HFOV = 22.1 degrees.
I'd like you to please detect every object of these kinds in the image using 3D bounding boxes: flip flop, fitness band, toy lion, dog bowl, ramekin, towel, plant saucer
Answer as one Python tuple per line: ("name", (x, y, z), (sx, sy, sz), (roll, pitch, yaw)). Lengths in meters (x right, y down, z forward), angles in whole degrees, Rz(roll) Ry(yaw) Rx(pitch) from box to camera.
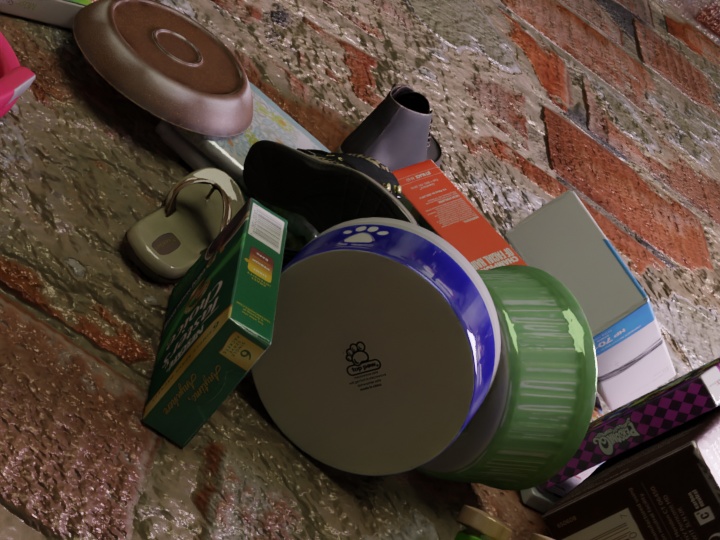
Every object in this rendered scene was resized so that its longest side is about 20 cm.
("flip flop", (-0.148, -0.049, 1.643), (0.081, 0.058, 0.200), (40, 26, 3))
("fitness band", (-0.359, -0.183, 1.571), (0.143, 0.038, 0.200), (38, 23, -1))
("toy lion", (0.166, 0.266, 1.486), (0.191, 0.069, 0.200), (30, -9, -20))
("dog bowl", (0.011, 0.063, 1.517), (0.200, 0.200, 0.079), (41, 26, 1))
("ramekin", (0.102, 0.092, 1.619), (0.097, 0.201, 0.201), (5, 41, -41))
("towel", (-0.099, -0.108, 1.835), (0.200, 0.048, 0.171), (41, 27, -2))
("plant saucer", (-0.184, -0.206, 1.793), (0.199, 0.032, 0.201), (29, 27, -16))

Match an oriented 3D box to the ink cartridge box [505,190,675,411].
("ink cartridge box", (0.234, 0.034, 1.846), (0.147, 0.085, 0.200), (58, 0, 30))

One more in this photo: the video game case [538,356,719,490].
("video game case", (0.276, 0.134, 1.734), (0.181, 0.199, 0.036), (-20, 81, -58))

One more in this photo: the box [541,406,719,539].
("box", (0.294, 0.233, 1.653), (0.167, 0.164, 0.200), (61, 27, 4))

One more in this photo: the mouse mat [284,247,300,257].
("mouse mat", (0.000, 0.000, 1.723), (0.199, 0.008, 0.160), (16, -4, -42))

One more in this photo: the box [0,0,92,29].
("box", (-0.361, -0.324, 1.820), (0.144, 0.036, 0.201), (7, 43, -52))

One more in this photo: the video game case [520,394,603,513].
("video game case", (0.198, 0.170, 1.812), (0.143, 0.018, 0.201), (27, 34, -29))

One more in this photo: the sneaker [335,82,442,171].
("sneaker", (0.060, -0.152, 2.068), (0.075, 0.106, 0.200), (47, 25, 14))

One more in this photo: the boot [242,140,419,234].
("boot", (0.006, -0.065, 1.732), (0.203, 0.074, 0.153), (29, 15, 30))

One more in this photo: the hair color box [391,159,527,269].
("hair color box", (0.092, -0.001, 1.822), (0.064, 0.111, 0.200), (-20, 53, -31))

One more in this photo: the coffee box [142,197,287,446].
("coffee box", (-0.114, 0.037, 1.474), (0.044, 0.123, 0.201), (34, 26, -17))
